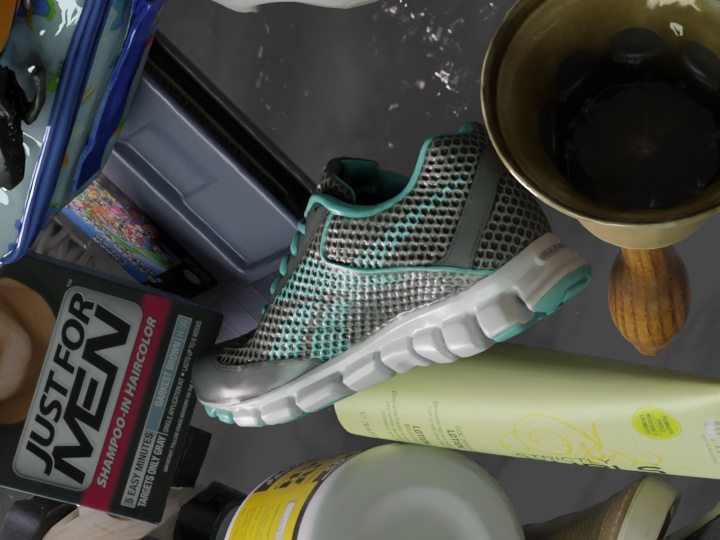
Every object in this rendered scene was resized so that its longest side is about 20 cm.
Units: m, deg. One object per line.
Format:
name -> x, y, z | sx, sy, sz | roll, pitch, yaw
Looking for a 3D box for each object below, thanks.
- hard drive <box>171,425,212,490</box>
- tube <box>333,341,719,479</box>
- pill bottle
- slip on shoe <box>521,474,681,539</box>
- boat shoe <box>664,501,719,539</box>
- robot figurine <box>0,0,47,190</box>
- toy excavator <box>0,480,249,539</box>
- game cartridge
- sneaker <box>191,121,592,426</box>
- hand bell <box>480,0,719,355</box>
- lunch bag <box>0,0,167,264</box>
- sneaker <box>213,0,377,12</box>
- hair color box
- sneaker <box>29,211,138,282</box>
hard drive -> -0.179, 0.067, 1.076 | 0.139, 0.038, 0.200 | 19, 178, 24
tube -> 0.083, 0.058, 0.906 | 0.199, 0.058, 0.052 | 6, 101, 30
pill bottle -> -0.005, 0.145, 1.029 | 0.111, 0.112, 0.200 | 40, 161, -10
slip on shoe -> 0.095, 0.143, 0.989 | 0.060, 0.076, 0.200 | 27, 156, 5
boat shoe -> 0.159, 0.153, 0.935 | 0.071, 0.068, 0.200 | 26, 158, 7
robot figurine -> -0.176, -0.098, 0.751 | 0.144, 0.058, 0.201 | 31, 131, 10
toy excavator -> -0.112, 0.196, 1.203 | 0.099, 0.194, 0.201 | 18, 120, 25
game cartridge -> -0.093, -0.046, 0.942 | 0.200, 0.038, 0.129 | 44, 143, -15
sneaker -> 0.000, 0.000, 0.868 | 0.199, 0.077, 0.092 | -24, 93, 36
hand bell -> 0.102, -0.017, 0.770 | 0.104, 0.105, 0.200 | 23, 159, 18
lunch bag -> -0.157, -0.110, 0.828 | 0.160, 0.083, 0.201 | 33, 133, 7
sneaker -> 0.007, -0.135, 0.705 | 0.199, 0.079, 0.099 | -9, 156, 38
hair color box -> -0.170, 0.035, 0.916 | 0.199, 0.100, 0.061 | 17, 180, -23
sneaker -> -0.169, -0.009, 1.027 | 0.199, 0.071, 0.080 | 29, 146, 10
